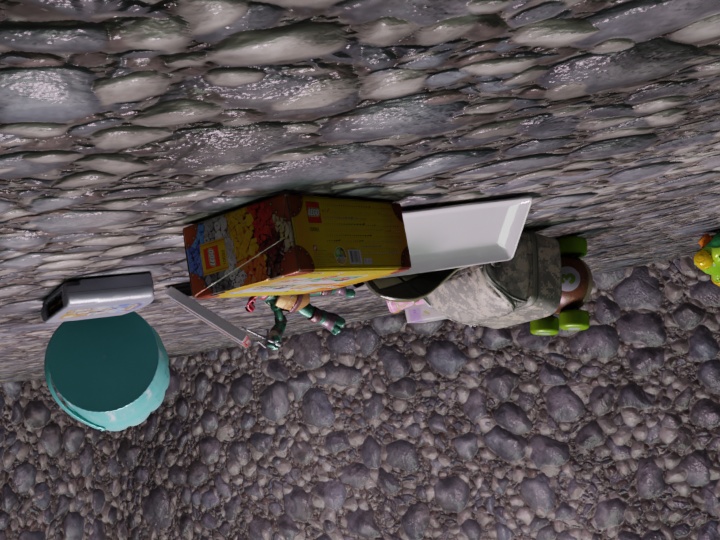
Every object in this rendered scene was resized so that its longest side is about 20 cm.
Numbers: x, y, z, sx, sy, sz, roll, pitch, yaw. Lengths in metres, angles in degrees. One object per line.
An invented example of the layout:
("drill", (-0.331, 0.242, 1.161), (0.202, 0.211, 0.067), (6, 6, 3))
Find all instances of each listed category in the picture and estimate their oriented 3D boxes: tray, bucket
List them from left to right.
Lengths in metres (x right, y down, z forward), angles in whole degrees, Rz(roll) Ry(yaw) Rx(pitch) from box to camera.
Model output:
("bucket", (-0.418, 0.157, 1.487), (0.205, 0.210, 0.135), (-8, 164, -10))
("tray", (0.109, -0.046, 1.100), (0.198, 0.022, 0.108), (-8, 138, -18))

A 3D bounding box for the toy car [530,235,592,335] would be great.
("toy car", (0.303, 0.021, 1.618), (0.198, 0.166, 0.157), (8, 166, -28))

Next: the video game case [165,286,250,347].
("video game case", (-0.246, 0.080, 1.469), (0.142, 0.018, 0.200), (32, 171, -1))

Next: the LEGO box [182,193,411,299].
("LEGO box", (-0.063, -0.023, 0.953), (0.148, 0.078, 0.199), (-14, 173, 35))

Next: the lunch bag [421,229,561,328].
("lunch bag", (0.204, 0.012, 1.454), (0.166, 0.141, 0.199), (14, 162, -30))

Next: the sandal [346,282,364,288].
("sandal", (0.000, 0.000, 1.224), (0.076, 0.043, 0.200), (-45, 180, -3))

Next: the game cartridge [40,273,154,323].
("game cartridge", (-0.366, 0.040, 1.259), (0.132, 0.042, 0.199), (-1, 170, -29))

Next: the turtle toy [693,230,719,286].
("turtle toy", (0.846, -0.046, 2.005), (0.199, 0.102, 0.145), (-17, 147, 36))

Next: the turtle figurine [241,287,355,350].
("turtle figurine", (-0.104, 0.047, 1.455), (0.199, 0.101, 0.150), (8, 123, -43))

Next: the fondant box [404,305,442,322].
("fondant box", (0.235, 0.129, 2.854), (0.143, 0.059, 0.200), (-11, 172, 17))

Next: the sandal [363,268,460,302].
("sandal", (0.077, -0.002, 1.176), (0.200, 0.080, 0.057), (-22, 166, -45))

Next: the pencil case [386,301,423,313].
("pencil case", (0.143, 0.023, 1.657), (0.198, 0.084, 0.086), (-12, 180, 14))
